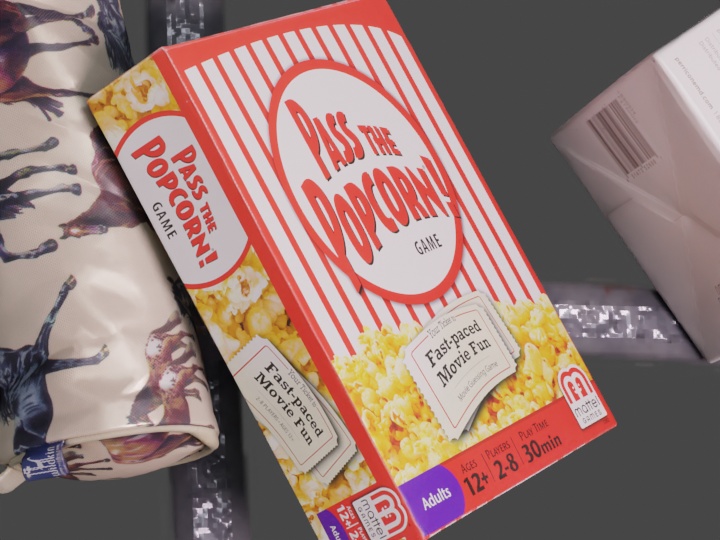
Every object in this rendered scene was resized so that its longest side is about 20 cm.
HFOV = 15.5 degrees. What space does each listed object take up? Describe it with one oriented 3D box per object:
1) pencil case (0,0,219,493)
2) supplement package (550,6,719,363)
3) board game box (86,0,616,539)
[{"bbox_3d":[-0.116,-0.018,0.999,0.089,0.078,0.200,-12,80,-3],"label":"pencil case"},{"bbox_3d":[0.202,-0.073,1.082,0.200,0.121,0.120,-34,88,-21],"label":"supplement package"},{"bbox_3d":[0.000,0.000,1.007,0.151,0.046,0.200,-24,84,-55],"label":"board game box"}]
